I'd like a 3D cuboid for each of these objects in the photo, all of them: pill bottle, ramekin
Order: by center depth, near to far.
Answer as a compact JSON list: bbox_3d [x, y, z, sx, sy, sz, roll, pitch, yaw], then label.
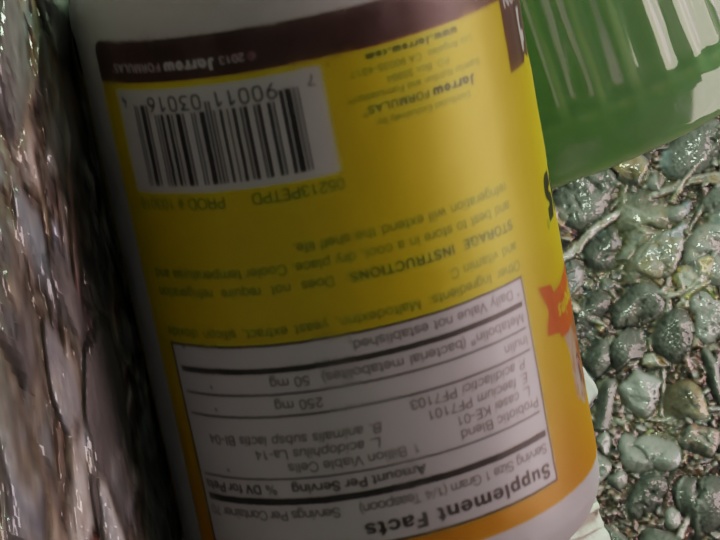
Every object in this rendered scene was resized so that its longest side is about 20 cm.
[{"bbox_3d":[-0.001,0.011,0.615,0.109,0.109,0.200,-83,163,-73],"label":"pill bottle"},{"bbox_3d":[0.041,-0.097,0.862,0.200,0.200,0.098,-85,157,-72],"label":"ramekin"}]

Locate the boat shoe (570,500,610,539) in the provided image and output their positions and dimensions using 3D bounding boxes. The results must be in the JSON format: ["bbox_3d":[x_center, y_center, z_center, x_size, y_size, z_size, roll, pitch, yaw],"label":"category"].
[{"bbox_3d":[0.040,0.102,0.900,0.200,0.071,0.070,8,70,-57],"label":"boat shoe"}]

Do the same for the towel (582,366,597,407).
[{"bbox_3d":[0.039,0.008,1.060,0.191,0.032,0.200,63,20,-7],"label":"towel"}]
